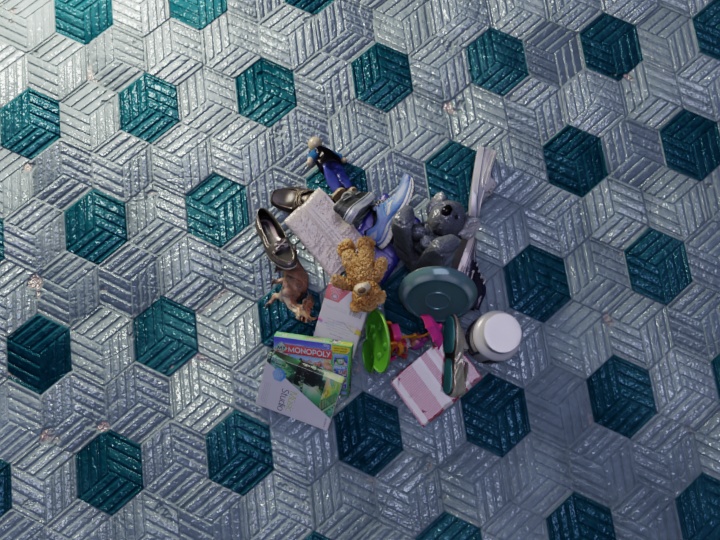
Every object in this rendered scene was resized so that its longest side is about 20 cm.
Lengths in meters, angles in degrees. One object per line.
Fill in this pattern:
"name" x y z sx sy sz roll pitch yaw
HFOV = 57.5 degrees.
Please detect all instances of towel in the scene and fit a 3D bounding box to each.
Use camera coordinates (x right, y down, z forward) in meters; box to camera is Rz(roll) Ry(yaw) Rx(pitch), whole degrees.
"towel" -0.086 -0.092 1.660 0.132 0.034 0.201 -42 90 -8
"towel" 0.191 0.276 1.660 0.199 0.023 0.145 -38 83 -5
"towel" 0.057 -0.082 1.715 0.147 0.050 0.201 38 82 0

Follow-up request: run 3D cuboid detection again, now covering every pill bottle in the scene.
"pill bottle" 0.325 0.161 1.589 0.116 0.200 0.123 0 79 0

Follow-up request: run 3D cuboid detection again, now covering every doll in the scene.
"doll" -0.086 -0.277 1.724 0.134 0.049 0.202 -6 57 -39

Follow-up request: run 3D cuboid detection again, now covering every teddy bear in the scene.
"teddy bear" 0.000 0.000 1.586 0.141 0.067 0.204 9 58 0

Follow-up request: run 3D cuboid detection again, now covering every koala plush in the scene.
"koala plush" 0.191 -0.102 1.640 0.176 0.185 0.200 33 64 19

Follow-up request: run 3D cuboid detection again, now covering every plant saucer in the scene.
"plant saucer" 0.190 0.067 1.614 0.195 0.203 0.028 7 48 1

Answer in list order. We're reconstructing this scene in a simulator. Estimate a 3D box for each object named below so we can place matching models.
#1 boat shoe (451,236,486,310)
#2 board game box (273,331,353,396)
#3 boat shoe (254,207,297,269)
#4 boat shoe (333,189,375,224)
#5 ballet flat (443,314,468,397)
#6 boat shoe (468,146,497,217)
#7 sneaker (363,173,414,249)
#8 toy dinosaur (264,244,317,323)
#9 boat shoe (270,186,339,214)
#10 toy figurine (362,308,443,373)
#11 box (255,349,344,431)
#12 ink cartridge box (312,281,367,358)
"boat shoe" 0.285 0.007 1.692 0.091 0.075 0.204 20 82 -10
"board game box" -0.118 0.231 1.621 0.195 0.029 0.138 7 110 8
"boat shoe" -0.219 -0.082 1.662 0.066 0.058 0.201 -22 50 -18
"boat shoe" -0.015 -0.174 1.656 0.071 0.200 0.073 39 109 1
"ballet flat" 0.240 0.212 1.634 0.061 0.067 0.206 5 87 -22
"boat shoe" 0.325 -0.229 1.726 0.064 0.074 0.205 9 81 6
"sneaker" 0.072 -0.161 1.662 0.088 0.079 0.203 28 81 -2
"toy dinosaur" -0.163 0.044 1.676 0.132 0.086 0.204 15 63 -8
"boat shoe" -0.141 -0.186 1.717 0.195 0.073 0.076 7 79 1
"toy figurine" 0.115 0.176 1.623 0.180 0.201 0.153 -4 58 -21
"box" -0.150 0.295 1.614 0.196 0.036 0.147 18 111 3
"ink cartridge box" -0.050 0.139 1.643 0.114 0.068 0.204 19 100 5
